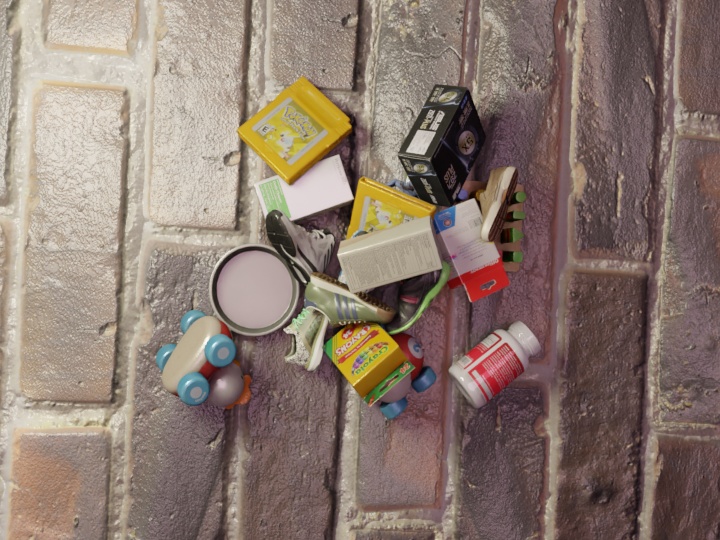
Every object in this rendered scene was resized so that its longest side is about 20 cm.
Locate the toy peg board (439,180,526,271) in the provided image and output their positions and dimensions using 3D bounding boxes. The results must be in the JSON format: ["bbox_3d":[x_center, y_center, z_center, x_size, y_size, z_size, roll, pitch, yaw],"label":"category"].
[{"bbox_3d":[0.283,-0.103,1.699,0.195,0.098,0.204,3,90,-9],"label":"toy peg board"}]

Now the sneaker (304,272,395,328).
[{"bbox_3d":[-0.030,0.084,1.590,0.198,0.067,0.091,25,103,7],"label":"sneaker"}]

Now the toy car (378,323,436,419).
[{"bbox_3d":[0.073,0.219,1.618,0.176,0.200,0.185,-40,96,-6],"label":"toy car"}]

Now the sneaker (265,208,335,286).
[{"bbox_3d":[-0.125,-0.074,1.610,0.116,0.075,0.202,-50,132,-28],"label":"sneaker"}]

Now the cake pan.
[{"bbox_3d":[-0.234,0.042,1.652,0.197,0.037,0.204,0,91,-9],"label":"cake pan"}]

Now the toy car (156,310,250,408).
[{"bbox_3d":[-0.301,0.213,1.596,0.200,0.184,0.178,39,84,-36],"label":"toy car"}]

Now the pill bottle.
[{"bbox_3d":[0.306,0.208,1.698,0.199,0.112,0.113,-37,96,-6],"label":"pill bottle"}]

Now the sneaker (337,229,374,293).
[{"bbox_3d":[0.000,0.000,1.634,0.085,0.075,0.202,15,128,-4],"label":"sneaker"}]

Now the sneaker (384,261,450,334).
[{"bbox_3d":[0.111,0.051,1.599,0.083,0.077,0.201,37,104,3],"label":"sneaker"}]

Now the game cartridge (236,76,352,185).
[{"bbox_3d":[-0.140,-0.306,1.622,0.200,0.033,0.176,-43,73,-13],"label":"game cartridge"}]

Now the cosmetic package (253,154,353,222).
[{"bbox_3d":[-0.125,-0.168,1.644,0.197,0.085,0.109,-21,90,-7],"label":"cosmetic package"}]

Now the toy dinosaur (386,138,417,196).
[{"bbox_3d":[0.126,-0.198,1.683,0.197,0.105,0.184,-16,111,-18],"label":"toy dinosaur"}]

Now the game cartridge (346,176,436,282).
[{"bbox_3d":[0.058,-0.081,1.612,0.174,0.032,0.202,24,126,15],"label":"game cartridge"}]

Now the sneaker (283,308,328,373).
[{"bbox_3d":[-0.122,0.121,1.644,0.087,0.077,0.204,8,89,-21],"label":"sneaker"}]

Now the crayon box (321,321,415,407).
[{"bbox_3d":[0.014,0.180,1.564,0.127,0.200,0.051,-40,125,-6],"label":"crayon box"}]

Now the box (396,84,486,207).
[{"bbox_3d":[0.179,-0.269,1.619,0.085,0.164,0.202,14,65,33],"label":"box"}]

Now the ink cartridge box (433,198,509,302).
[{"bbox_3d":[0.228,-0.038,1.616,0.115,0.067,0.203,-21,87,-23],"label":"ink cartridge box"}]

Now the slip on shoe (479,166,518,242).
[{"bbox_3d":[0.284,-0.145,1.609,0.060,0.076,0.202,11,60,24],"label":"slip on shoe"}]

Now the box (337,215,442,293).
[{"bbox_3d":[0.061,-0.032,1.517,0.197,0.078,0.096,-14,111,10],"label":"box"}]
